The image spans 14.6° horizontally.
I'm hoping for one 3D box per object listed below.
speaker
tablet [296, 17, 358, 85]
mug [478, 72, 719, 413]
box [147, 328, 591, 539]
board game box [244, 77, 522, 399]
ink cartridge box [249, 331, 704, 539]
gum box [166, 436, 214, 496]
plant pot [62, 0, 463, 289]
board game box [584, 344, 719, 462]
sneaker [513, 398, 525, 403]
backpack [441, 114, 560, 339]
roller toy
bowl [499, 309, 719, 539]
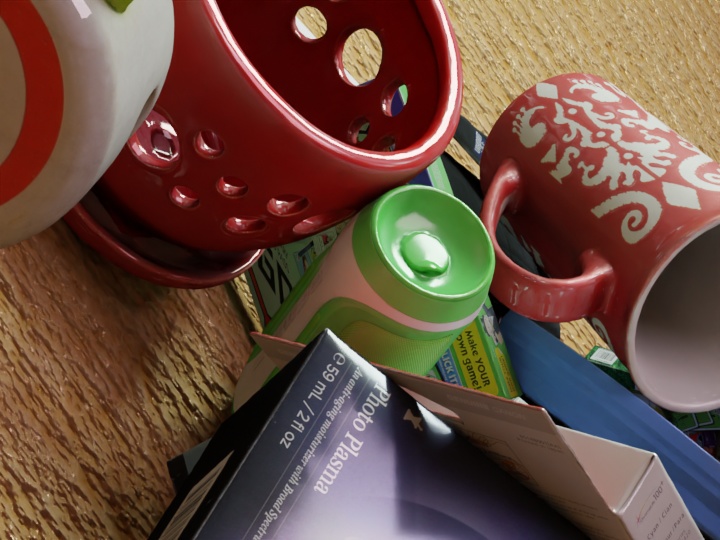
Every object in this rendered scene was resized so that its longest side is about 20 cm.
[{"bbox_3d":[-0.002,0.038,1.531,0.088,0.200,0.089,14,52,-19],"label":"speaker"},{"bbox_3d":[-0.017,-0.105,1.882,0.200,0.014,0.131,45,26,-50],"label":"tablet"},{"bbox_3d":[0.149,-0.033,1.645,0.177,0.134,0.200,25,16,-39],"label":"mug"},{"bbox_3d":[-0.006,0.173,1.333,0.198,0.123,0.200,39,50,-8],"label":"box"},{"bbox_3d":[0.000,0.000,1.641,0.029,0.134,0.201,-11,81,-65],"label":"board game box"},{"bbox_3d":[0.062,0.089,1.409,0.045,0.199,0.177,-54,133,-23],"label":"ink cartridge box"},{"bbox_3d":[-0.007,0.181,1.487,0.200,0.044,0.171,18,50,-55],"label":"gum box"},{"bbox_3d":[-0.072,-0.103,1.535,0.200,0.182,0.201,25,49,-33],"label":"plant pot"},{"bbox_3d":[0.190,0.150,1.824,0.023,0.104,0.201,-40,139,-48],"label":"board game box"},{"bbox_3d":[0.110,0.107,1.848,0.076,0.087,0.200,60,24,-8],"label":"sneaker"},{"bbox_3d":[0.042,-0.006,1.781,0.200,0.126,0.168,32,48,-51],"label":"backpack"},{"bbox_3d":[-0.189,-0.113,1.341,0.140,0.199,0.184,-60,154,-64],"label":"roller toy"},{"bbox_3d":[0.157,0.099,1.684,0.200,0.039,0.201,38,-1,1],"label":"bowl"}]
